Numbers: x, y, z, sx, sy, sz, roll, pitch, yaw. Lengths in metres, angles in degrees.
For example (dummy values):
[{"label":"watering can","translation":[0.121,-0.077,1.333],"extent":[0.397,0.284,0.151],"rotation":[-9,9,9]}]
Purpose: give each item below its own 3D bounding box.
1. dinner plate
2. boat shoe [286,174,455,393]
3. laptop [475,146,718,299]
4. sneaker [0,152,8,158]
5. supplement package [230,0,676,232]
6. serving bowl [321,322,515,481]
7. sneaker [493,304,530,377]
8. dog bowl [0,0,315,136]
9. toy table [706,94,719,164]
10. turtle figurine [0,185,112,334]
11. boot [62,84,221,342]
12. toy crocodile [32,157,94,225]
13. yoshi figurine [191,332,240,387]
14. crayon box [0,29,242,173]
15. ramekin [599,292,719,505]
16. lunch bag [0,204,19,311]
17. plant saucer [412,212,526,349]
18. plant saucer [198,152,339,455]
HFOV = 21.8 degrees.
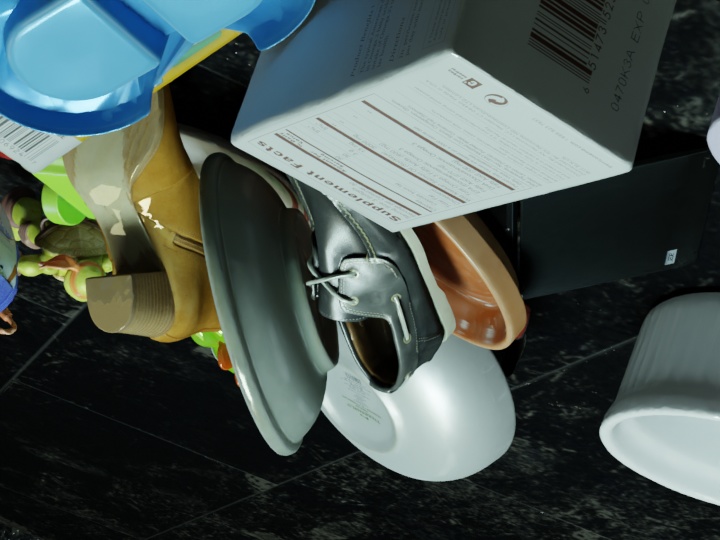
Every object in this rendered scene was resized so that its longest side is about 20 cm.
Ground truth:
[{"label":"dinner plate","translation":[-0.118,-0.065,1.324],"extent":[0.199,0.024,0.200],"rotation":[17,160,6]},{"label":"boat shoe","translation":[0.000,0.000,1.152],"extent":[0.072,0.068,0.200],"rotation":[29,157,39]},{"label":"laptop","translation":[0.105,-0.063,1.152],"extent":[0.200,0.103,0.177],"rotation":[40,166,18]},{"label":"sneaker","translation":[-0.240,-0.111,1.195],"extent":[0.077,0.085,0.200],"rotation":[19,160,0]},{"label":"supplement package","translation":[0.044,-0.107,0.929],"extent":[0.117,0.117,0.200],"rotation":[28,159,-27]},{"label":"serving bowl","translation":[0.016,0.078,1.348],"extent":[0.200,0.066,0.201],"rotation":[34,147,26]},{"label":"sneaker","translation":[0.075,0.059,1.405],"extent":[0.084,0.075,0.200],"rotation":[23,160,-2]},{"label":"dog bowl","translation":[-0.114,-0.143,0.949],"extent":[0.199,0.050,0.111],"rotation":[-26,137,24]},{"label":"toy table","translation":[0.262,-0.079,0.812],"extent":[0.199,0.118,0.184],"rotation":[20,161,-4]},{"label":"turtle figurine","translation":[-0.223,-0.015,1.372],"extent":[0.199,0.065,0.161],"rotation":[-11,-154,-19]},{"label":"boot","translation":[-0.126,-0.055,1.203],"extent":[0.070,0.202,0.144],"rotation":[2,-177,23]},{"label":"toy crocodile","translation":[-0.154,-0.043,1.271],"extent":[0.067,0.062,0.200],"rotation":[6,161,33]},{"label":"yoshi figurine","translation":[-0.064,0.034,1.477],"extent":[0.112,0.112,0.200],"rotation":[53,-164,29]},{"label":"crayon box","translation":[-0.155,-0.145,1.022],"extent":[0.199,0.052,0.126],"rotation":[-29,135,28]},{"label":"ramekin","translation":[0.273,0.094,1.289],"extent":[0.199,0.098,0.201],"rotation":[16,161,6]},{"label":"lunch bag","translation":[-0.321,-0.066,1.248],"extent":[0.200,0.124,0.170],"rotation":[46,173,21]},{"label":"plant saucer","translation":[0.029,-0.030,1.185],"extent":[0.200,0.032,0.200],"rotation":[41,165,13]},{"label":"plant saucer","translation":[-0.051,0.017,1.204],"extent":[0.050,0.201,0.200],"rotation":[-13,154,7]}]
